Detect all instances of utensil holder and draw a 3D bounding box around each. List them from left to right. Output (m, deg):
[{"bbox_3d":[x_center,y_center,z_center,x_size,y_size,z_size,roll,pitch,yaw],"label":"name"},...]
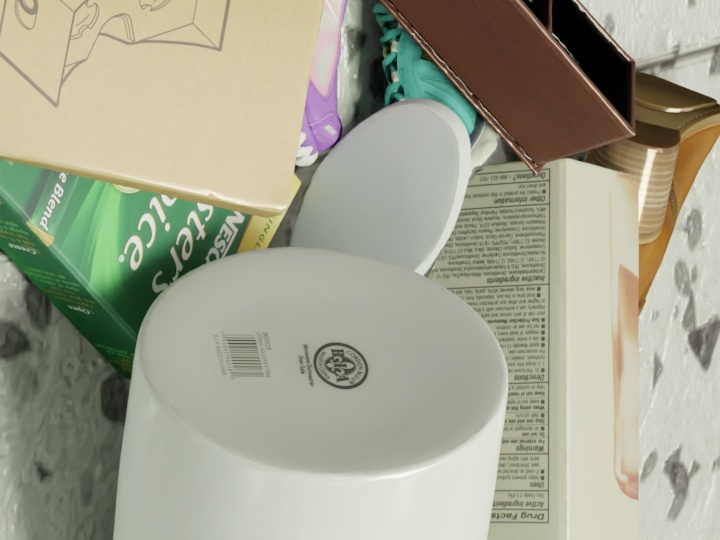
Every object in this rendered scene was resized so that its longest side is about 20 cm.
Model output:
[{"bbox_3d":[-0.025,0.115,1.154,0.170,0.170,0.201,-35,144,-45],"label":"utensil holder"}]

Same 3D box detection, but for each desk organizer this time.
[{"bbox_3d":[0.060,-0.146,1.260,0.200,0.077,0.072,47,58,-19],"label":"desk organizer"}]

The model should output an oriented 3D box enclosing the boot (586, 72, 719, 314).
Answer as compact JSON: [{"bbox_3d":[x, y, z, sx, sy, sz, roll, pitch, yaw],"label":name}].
[{"bbox_3d":[0.150,-0.022,1.493,0.200,0.076,0.156,-61,167,-69],"label":"boot"}]

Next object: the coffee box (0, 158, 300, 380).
[{"bbox_3d":[-0.107,-0.048,1.149,0.123,0.044,0.200,-62,142,-23],"label":"coffee box"}]

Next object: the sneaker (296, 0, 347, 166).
[{"bbox_3d":[-0.028,-0.133,1.173,0.088,0.081,0.201,-28,136,-11],"label":"sneaker"}]

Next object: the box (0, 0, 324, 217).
[{"bbox_3d":[-0.108,-0.119,1.057,0.199,0.021,0.164,12,84,-25],"label":"box"}]

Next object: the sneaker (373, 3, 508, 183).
[{"bbox_3d":[0.033,-0.106,1.325,0.080,0.077,0.201,39,60,-32],"label":"sneaker"}]

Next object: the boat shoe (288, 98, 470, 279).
[{"bbox_3d":[0.000,0.000,1.257,0.057,0.069,0.200,-31,153,-58],"label":"boat shoe"}]

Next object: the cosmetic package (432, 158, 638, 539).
[{"bbox_3d":[0.082,0.049,1.360,0.087,0.103,0.201,10,80,-57],"label":"cosmetic package"}]
